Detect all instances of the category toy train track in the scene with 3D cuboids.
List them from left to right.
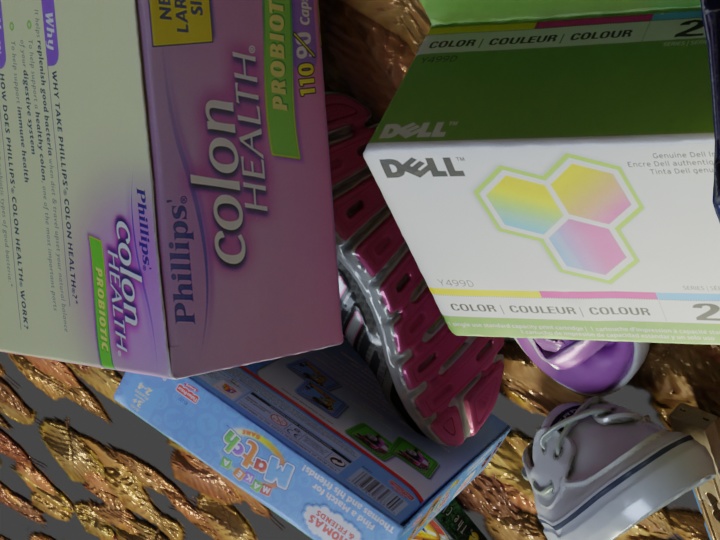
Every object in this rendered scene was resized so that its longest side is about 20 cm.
[{"bbox_3d":[0.196,0.138,0.980,0.115,0.033,0.200,21,144,47],"label":"toy train track"}]

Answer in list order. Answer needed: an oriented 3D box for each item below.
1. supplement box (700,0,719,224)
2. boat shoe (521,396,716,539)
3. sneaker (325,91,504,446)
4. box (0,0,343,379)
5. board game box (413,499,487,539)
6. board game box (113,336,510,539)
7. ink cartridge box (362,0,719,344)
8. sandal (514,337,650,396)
[{"bbox_3d":[0.186,0.000,0.624,0.109,0.109,0.200,-13,131,19],"label":"supplement box"},{"bbox_3d":[0.109,0.096,0.947,0.067,0.074,0.200,59,165,8],"label":"boat shoe"},{"bbox_3d":[0.000,0.000,0.963,0.087,0.074,0.200,4,133,50],"label":"sneaker"},{"bbox_3d":[-0.111,-0.052,0.898,0.200,0.097,0.176,4,101,51],"label":"box"},{"bbox_3d":[0.024,0.148,1.232,0.105,0.023,0.200,2,136,55],"label":"board game box"},{"bbox_3d":[-0.017,0.072,1.000,0.151,0.037,0.200,34,-161,11],"label":"board game box"},{"bbox_3d":[0.073,-0.068,0.707,0.148,0.076,0.200,0,137,31],"label":"ink cartridge box"},{"bbox_3d":[0.087,0.006,0.879,0.082,0.050,0.203,30,153,19],"label":"sandal"}]
